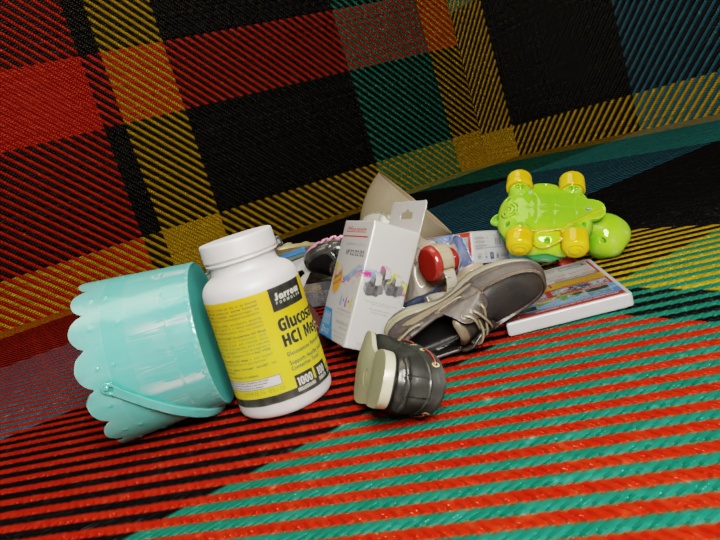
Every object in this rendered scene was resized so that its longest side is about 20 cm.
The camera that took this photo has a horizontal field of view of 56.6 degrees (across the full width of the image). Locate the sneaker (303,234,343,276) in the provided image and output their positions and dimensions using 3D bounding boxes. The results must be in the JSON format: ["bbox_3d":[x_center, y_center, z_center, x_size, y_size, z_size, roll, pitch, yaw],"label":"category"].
[{"bbox_3d":[0.000,0.000,1.141,0.199,0.079,0.096,4,50,0],"label":"sneaker"}]

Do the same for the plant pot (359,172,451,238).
[{"bbox_3d":[0.074,-0.093,1.417,0.135,0.200,0.200,-50,5,10],"label":"plant pot"}]

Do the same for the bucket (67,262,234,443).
[{"bbox_3d":[-0.240,0.093,0.803,0.134,0.208,0.207,-15,9,-1],"label":"bucket"}]

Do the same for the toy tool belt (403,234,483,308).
[{"bbox_3d":[0.106,0.001,0.913,0.122,0.125,0.200,-15,-12,-25],"label":"toy tool belt"}]

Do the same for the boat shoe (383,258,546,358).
[{"bbox_3d":[0.119,0.058,0.748,0.200,0.075,0.073,-30,24,16],"label":"boat shoe"}]

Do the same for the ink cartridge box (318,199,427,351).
[{"bbox_3d":[0.014,-0.001,0.863,0.068,0.201,0.115,15,-2,-20],"label":"ink cartridge box"}]

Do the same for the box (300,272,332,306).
[{"bbox_3d":[-0.067,0.025,1.318,0.199,0.049,0.158,-8,12,42],"label":"box"}]

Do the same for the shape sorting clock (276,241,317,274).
[{"bbox_3d":[-0.158,-0.018,1.315,0.199,0.039,0.200,-15,-17,-5],"label":"shape sorting clock"}]

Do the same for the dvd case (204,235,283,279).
[{"bbox_3d":[-0.241,0.011,1.171,0.146,0.022,0.200,-6,36,51],"label":"dvd case"}]

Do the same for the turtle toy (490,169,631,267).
[{"bbox_3d":[0.289,-0.062,0.968,0.199,0.101,0.146,4,54,10],"label":"turtle toy"}]

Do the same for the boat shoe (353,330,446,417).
[{"bbox_3d":[0.032,0.104,0.670,0.063,0.074,0.201,11,-2,-9],"label":"boat shoe"}]

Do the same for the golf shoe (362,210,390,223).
[{"bbox_3d":[0.046,-0.046,1.267,0.097,0.079,0.200,-29,41,-22],"label":"golf shoe"}]

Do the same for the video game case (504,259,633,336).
[{"bbox_3d":[0.244,0.030,0.845,0.142,0.018,0.200,-15,9,9],"label":"video game case"}]

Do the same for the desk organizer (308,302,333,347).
[{"bbox_3d":[-0.122,0.050,0.994,0.072,0.077,0.200,-43,52,2],"label":"desk organizer"}]

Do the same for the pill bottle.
[{"bbox_3d":[-0.112,0.056,0.762,0.112,0.201,0.112,-16,10,3],"label":"pill bottle"}]

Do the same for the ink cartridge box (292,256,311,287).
[{"bbox_3d":[-0.156,0.048,1.194,0.173,0.044,0.200,-20,21,16],"label":"ink cartridge box"}]

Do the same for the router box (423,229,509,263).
[{"bbox_3d":[0.172,-0.032,1.083,0.199,0.049,0.179,-6,-1,-42],"label":"router box"}]
